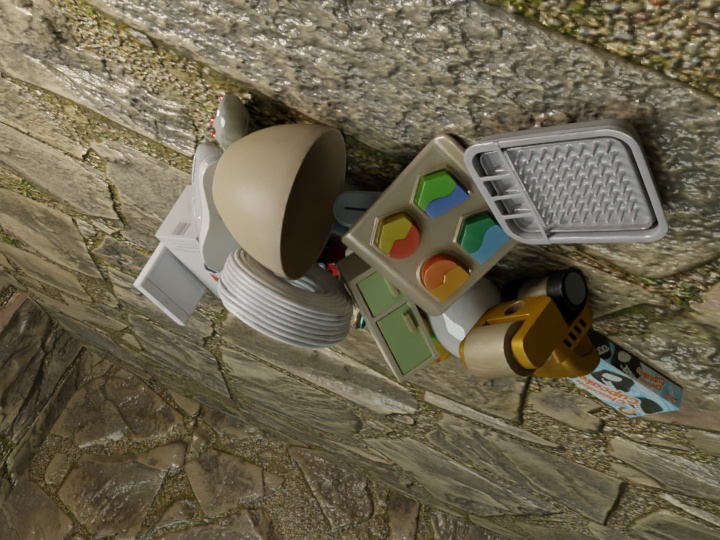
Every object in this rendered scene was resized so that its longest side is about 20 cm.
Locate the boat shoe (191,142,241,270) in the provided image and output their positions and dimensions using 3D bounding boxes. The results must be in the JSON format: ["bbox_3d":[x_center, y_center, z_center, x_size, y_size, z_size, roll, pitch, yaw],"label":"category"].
[{"bbox_3d":[-0.217,-0.092,0.974,0.069,0.071,0.203,53,155,39],"label":"boat shoe"}]

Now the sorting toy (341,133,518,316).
[{"bbox_3d":[0.101,-0.046,0.849,0.184,0.037,0.200,38,114,-21],"label":"sorting toy"}]

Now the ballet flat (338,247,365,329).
[{"bbox_3d":[0.000,0.000,1.024,0.064,0.071,0.204,23,117,12],"label":"ballet flat"}]

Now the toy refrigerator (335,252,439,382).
[{"bbox_3d":[0.043,0.062,0.972,0.203,0.075,0.070,63,174,-31],"label":"toy refrigerator"}]

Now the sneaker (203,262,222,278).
[{"bbox_3d":[-0.162,-0.056,1.088,0.194,0.133,0.079,-9,153,25],"label":"sneaker"}]

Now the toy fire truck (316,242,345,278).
[{"bbox_3d":[-0.050,0.022,1.128,0.195,0.049,0.142,-7,132,28],"label":"toy fire truck"}]

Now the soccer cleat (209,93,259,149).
[{"bbox_3d":[-0.159,-0.181,0.949,0.076,0.071,0.201,18,161,8],"label":"soccer cleat"}]

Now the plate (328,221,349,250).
[{"bbox_3d":[-0.006,-0.043,1.092,0.196,0.026,0.201,23,155,11],"label":"plate"}]

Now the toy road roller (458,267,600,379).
[{"bbox_3d":[0.246,0.102,0.908,0.122,0.199,0.148,-17,109,56],"label":"toy road roller"}]

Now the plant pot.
[{"bbox_3d":[-0.117,-0.105,0.876,0.131,0.204,0.202,18,154,14],"label":"plant pot"}]

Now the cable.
[{"bbox_3d":[-0.099,0.035,0.922,0.197,0.071,0.199,10,-160,-47],"label":"cable"}]

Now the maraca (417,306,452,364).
[{"bbox_3d":[0.127,0.106,1.128,0.194,0.110,0.137,2,-175,-11],"label":"maraca"}]

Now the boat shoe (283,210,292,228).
[{"bbox_3d":[-0.174,-0.097,1.027,0.197,0.073,0.060,20,172,27],"label":"boat shoe"}]

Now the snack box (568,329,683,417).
[{"bbox_3d":[0.397,0.166,1.060,0.197,0.038,0.116,32,155,-7],"label":"snack box"}]

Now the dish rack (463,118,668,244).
[{"bbox_3d":[0.228,-0.098,0.732,0.197,0.044,0.172,3,144,43],"label":"dish rack"}]

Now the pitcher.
[{"bbox_3d":[0.130,0.045,1.021,0.200,0.122,0.170,47,156,-16],"label":"pitcher"}]

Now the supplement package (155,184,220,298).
[{"bbox_3d":[-0.254,-0.045,1.225,0.119,0.122,0.201,6,147,36],"label":"supplement package"}]

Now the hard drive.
[{"bbox_3d":[-0.327,-0.018,1.254,0.026,0.203,0.132,5,148,37],"label":"hard drive"}]

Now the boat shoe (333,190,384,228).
[{"bbox_3d":[0.061,-0.080,0.922,0.195,0.076,0.067,14,-174,12],"label":"boat shoe"}]
